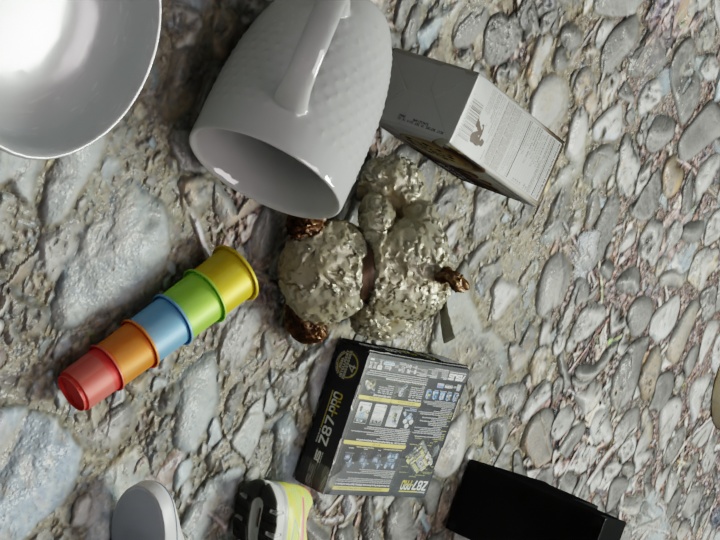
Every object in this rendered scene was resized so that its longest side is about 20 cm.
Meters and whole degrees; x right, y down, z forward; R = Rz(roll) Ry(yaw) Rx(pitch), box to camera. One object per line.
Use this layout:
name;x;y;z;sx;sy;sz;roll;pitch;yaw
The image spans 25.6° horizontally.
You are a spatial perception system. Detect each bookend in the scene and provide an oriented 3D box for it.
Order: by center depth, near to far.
bookend;0.244;0.322;1.954;0.200;0.198;0.093;24;87;-54

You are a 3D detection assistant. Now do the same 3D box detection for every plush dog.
plush dog;0.000;0.000;1.553;0.170;0.160;0.202;-6;113;-21

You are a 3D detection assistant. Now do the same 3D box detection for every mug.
mug;-0.046;-0.165;1.364;0.200;0.147;0.176;113;1;-71

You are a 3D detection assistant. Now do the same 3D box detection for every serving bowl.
serving bowl;-0.244;-0.188;1.195;0.199;0.066;0.202;-26;126;-42

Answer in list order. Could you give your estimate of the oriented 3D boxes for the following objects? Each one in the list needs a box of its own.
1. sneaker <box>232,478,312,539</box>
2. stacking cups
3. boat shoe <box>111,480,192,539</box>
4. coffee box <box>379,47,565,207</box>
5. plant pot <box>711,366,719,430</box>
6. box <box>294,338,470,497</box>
sneaker;-0.088;0.310;1.633;0.090;0.078;0.202;-2;109;-53
stacking cups;-0.178;0.053;1.404;0.200;0.060;0.061;-39;135;-33
boat shoe;-0.191;0.273;1.501;0.065;0.073;0.201;-31;140;-45
coffee box;0.110;-0.145;1.624;0.200;0.113;0.080;27;86;-54
plant pot;0.672;0.195;2.427;0.187;0.199;0.189;-27;128;-41
box;0.028;0.165;1.730;0.199;0.049;0.162;12;97;-53
